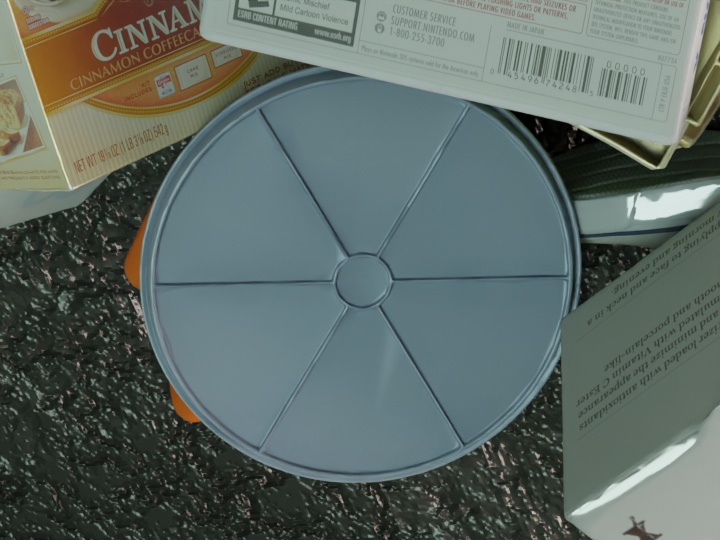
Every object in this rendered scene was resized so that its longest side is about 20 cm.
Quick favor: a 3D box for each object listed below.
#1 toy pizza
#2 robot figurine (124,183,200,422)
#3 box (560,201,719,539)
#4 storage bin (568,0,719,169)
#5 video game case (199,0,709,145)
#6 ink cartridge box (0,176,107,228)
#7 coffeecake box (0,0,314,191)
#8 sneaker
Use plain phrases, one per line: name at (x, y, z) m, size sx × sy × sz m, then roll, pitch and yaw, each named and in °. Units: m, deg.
toy pizza at (0.000, 0.000, 1.280) m, size 0.199 × 0.032 × 0.201 m, roll -1°, pitch 110°, yaw -4°
robot figurine at (-0.027, -0.004, 1.373) m, size 0.144 × 0.117 × 0.200 m, roll 39°, pitch 132°, yaw 3°
box at (0.221, 0.062, 1.213) m, size 0.200 × 0.131 × 0.199 m, roll 36°, pitch 124°, yaw -25°
storage bin at (0.093, -0.176, 1.150) m, size 0.199 × 0.094 × 0.199 m, roll 29°, pitch 111°, yaw 5°
video game case at (0.045, -0.158, 1.101) m, size 0.199 × 0.022 × 0.183 m, roll 14°, pitch 108°, yaw 12°
ink cartridge box at (-0.173, -0.066, 1.351) m, size 0.160 × 0.200 × 0.047 m, roll -40°, pitch 78°, yaw 42°
coffeecake box at (-0.117, -0.155, 1.253) m, size 0.073 × 0.153 × 0.201 m, roll 1°, pitch 113°, yaw 52°
sneaker at (0.164, -0.021, 1.281) m, size 0.199 × 0.073 × 0.071 m, roll -1°, pitch 119°, yaw 29°
